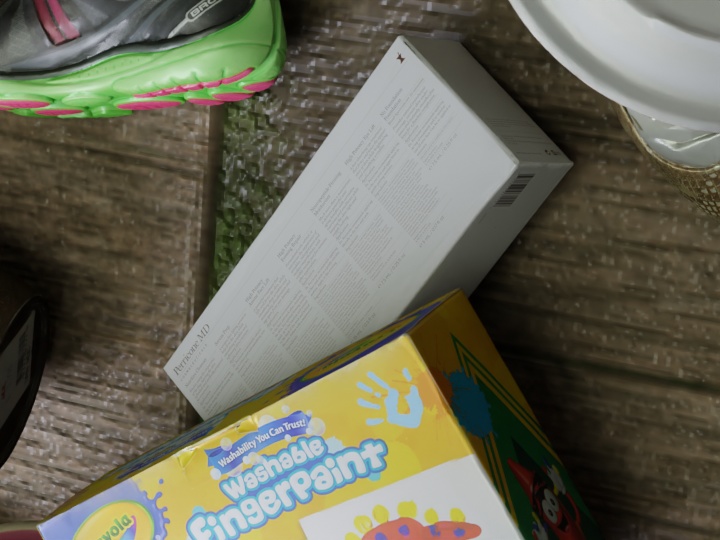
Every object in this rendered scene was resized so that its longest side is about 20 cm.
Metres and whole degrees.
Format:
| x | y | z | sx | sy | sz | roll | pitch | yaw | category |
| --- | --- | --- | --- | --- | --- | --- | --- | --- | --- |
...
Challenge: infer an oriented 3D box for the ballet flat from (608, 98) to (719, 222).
| x | y | z | sx | sy | sz | roll | pitch | yaw | category |
| --- | --- | --- | --- | --- | --- | --- | --- | --- | --- |
| 0.111 | -0.098 | 0.790 | 0.071 | 0.065 | 0.200 | -33 | 87 | 28 | ballet flat |

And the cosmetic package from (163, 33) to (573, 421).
| x | y | z | sx | sy | sz | roll | pitch | yaw | category |
| --- | --- | --- | --- | --- | --- | --- | --- | --- | --- |
| 0.000 | 0.000 | 0.870 | 0.083 | 0.051 | 0.200 | 49 | 119 | 23 | cosmetic package |

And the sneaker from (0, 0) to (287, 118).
| x | y | z | sx | sy | sz | roll | pitch | yaw | category |
| --- | --- | --- | --- | --- | --- | --- | --- | --- | --- |
| -0.122 | -0.115 | 0.906 | 0.200 | 0.077 | 0.084 | -2 | 84 | 24 | sneaker |

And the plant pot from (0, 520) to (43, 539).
| x | y | z | sx | sy | sz | roll | pitch | yaw | category |
| --- | --- | --- | --- | --- | --- | --- | --- | --- | --- |
| -0.150 | 0.222 | 0.899 | 0.200 | 0.200 | 0.179 | -9 | 113 | 27 | plant pot |

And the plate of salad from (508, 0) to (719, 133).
| x | y | z | sx | sy | sz | roll | pitch | yaw | category |
| --- | --- | --- | --- | --- | --- | --- | --- | --- | --- |
| 0.139 | -0.147 | 0.745 | 0.200 | 0.048 | 0.200 | 0 | 83 | -4 | plate of salad |

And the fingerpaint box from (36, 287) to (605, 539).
| x | y | z | sx | sy | sz | roll | pitch | yaw | category |
| --- | --- | --- | --- | --- | --- | --- | --- | --- | --- |
| -0.007 | 0.127 | 0.829 | 0.200 | 0.073 | 0.167 | -29 | 92 | 26 | fingerpaint box |

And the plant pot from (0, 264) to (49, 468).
| x | y | z | sx | sy | sz | roll | pitch | yaw | category |
| --- | --- | --- | --- | --- | --- | --- | --- | --- | --- |
| -0.259 | 0.027 | 0.954 | 0.200 | 0.187 | 0.187 | 15 | 109 | 7 | plant pot |
